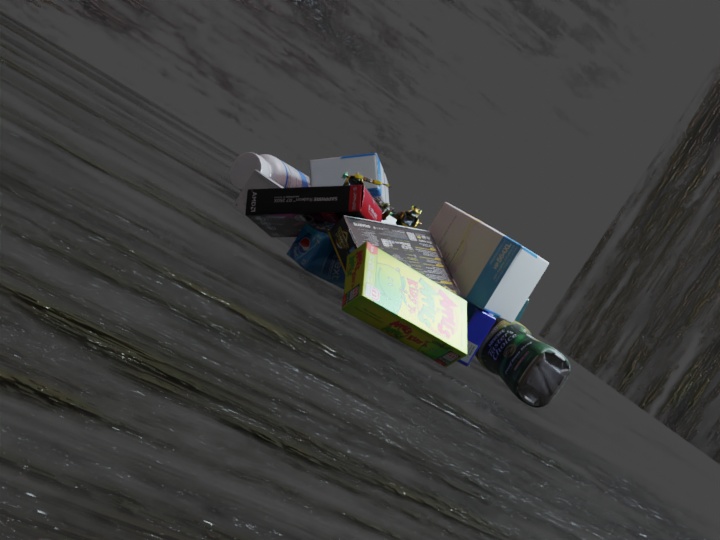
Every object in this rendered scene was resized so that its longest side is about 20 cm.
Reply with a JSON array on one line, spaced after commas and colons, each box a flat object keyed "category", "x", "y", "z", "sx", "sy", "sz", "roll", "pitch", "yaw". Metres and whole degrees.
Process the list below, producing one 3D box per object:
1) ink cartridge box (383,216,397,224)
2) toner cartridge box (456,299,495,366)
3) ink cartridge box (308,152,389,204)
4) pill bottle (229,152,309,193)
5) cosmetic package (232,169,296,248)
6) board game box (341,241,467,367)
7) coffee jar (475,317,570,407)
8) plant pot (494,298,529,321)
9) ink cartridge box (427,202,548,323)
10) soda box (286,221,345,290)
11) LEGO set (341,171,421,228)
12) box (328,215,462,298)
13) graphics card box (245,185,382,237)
[{"category": "ink cartridge box", "x": 0.045, "y": -0.050, "z": 1.959, "sx": 0.200, "sy": 0.083, "sz": 0.145, "roll": 31, "pitch": -26, "yaw": -18}, {"category": "toner cartridge box", "x": 0.159, "y": 0.086, "z": 1.583, "sx": 0.043, "sy": 0.095, "sz": 0.200, "roll": 30, "pitch": 5, "yaw": -19}, {"category": "ink cartridge box", "x": -0.020, "y": -0.175, "z": 1.945, "sx": 0.144, "sy": 0.084, "sz": 0.200, "roll": -6, "pitch": -12, "yaw": 8}, {"category": "pill bottle", "x": -0.192, "y": -0.185, "z": 1.963, "sx": 0.112, "sy": 0.112, "sz": 0.200, "roll": 35, "pitch": 6, "yaw": 32}, {"category": "cosmetic package", "x": -0.130, "y": -0.094, "z": 1.632, "sx": 0.200, "sy": 0.083, "sz": 0.051, "roll": 35, "pitch": 3, "yaw": 24}, {"category": "board game box", "x": 0.068, "y": 0.051, "z": 1.324, "sx": 0.200, "sy": 0.048, "sz": 0.102, "roll": 30, "pitch": 44, "yaw": -27}, {"category": "coffee jar", "x": 0.276, "y": 0.154, "z": 1.591, "sx": 0.085, "sy": 0.104, "sz": 0.200, "roll": 33, "pitch": 3, "yaw": -21}, {"category": "plant pot", "x": 0.240, "y": 0.071, "z": 2.019, "sx": 0.200, "sy": 0.141, "sz": 0.141, "roll": 26, "pitch": 6, "yaw": -9}, {"category": "ink cartridge box", "x": 0.195, "y": -0.020, "z": 1.576, "sx": 0.200, "sy": 0.125, "sz": 0.129, "roll": 35, "pitch": 7, "yaw": 34}, {"category": "soda box", "x": -0.023, "y": -0.005, "z": 1.514, "sx": 0.200, "sy": 0.064, "sz": 0.068, "roll": 27, "pitch": 7, "yaw": -42}, {"category": "LEGO set", "x": 0.027, "y": -0.105, "z": 1.763, "sx": 0.200, "sy": 0.154, "sz": 0.116, "roll": 40, "pitch": -19, "yaw": -2}, {"category": "box", "x": 0.060, "y": -0.002, "z": 1.448, "sx": 0.200, "sy": 0.049, "sz": 0.160, "roll": 7, "pitch": 50, "yaw": -41}, {"category": "graphics card box", "x": -0.075, "y": -0.096, "z": 1.501, "sx": 0.200, "sy": 0.051, "sz": 0.125, "roll": 1, "pitch": -15, "yaw": 15}]
